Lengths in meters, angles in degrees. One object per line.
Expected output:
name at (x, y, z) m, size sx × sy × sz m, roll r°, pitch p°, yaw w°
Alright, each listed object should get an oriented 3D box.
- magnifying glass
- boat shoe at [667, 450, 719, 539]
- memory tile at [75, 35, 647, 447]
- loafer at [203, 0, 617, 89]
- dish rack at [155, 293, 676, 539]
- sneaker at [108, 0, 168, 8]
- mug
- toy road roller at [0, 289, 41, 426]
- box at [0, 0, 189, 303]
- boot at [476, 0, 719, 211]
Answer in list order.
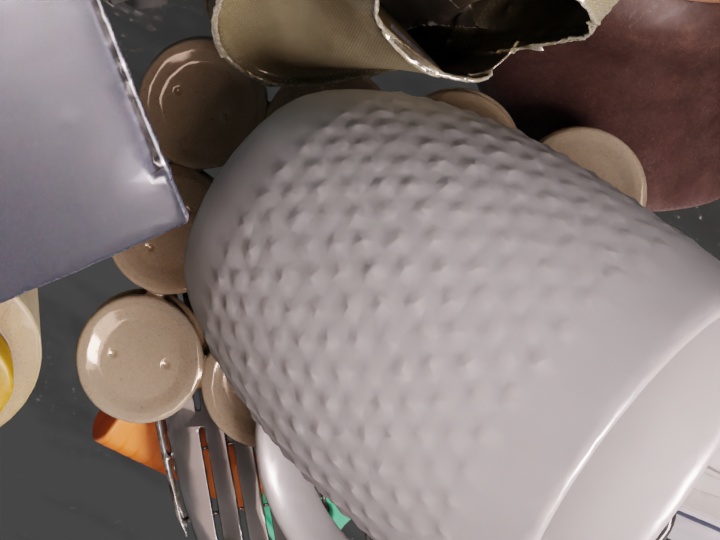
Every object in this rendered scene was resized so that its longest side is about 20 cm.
magnifying glass at (-0.028, 0.101, 1.088) m, size 0.200 × 0.022 × 0.080 m, roll 30°, pitch 105°, yaw -30°
boat shoe at (0.141, 0.069, 1.098) m, size 0.202 × 0.075 × 0.086 m, roll 28°, pitch 106°, yaw -32°
memory tile at (0.000, 0.000, 0.970) m, size 0.199 × 0.017 × 0.154 m, roll 13°, pitch 96°, yaw 1°
loafer at (0.015, -0.099, 0.868) m, size 0.200 × 0.068 × 0.076 m, roll -16°, pitch 133°, yaw 43°
dish rack at (0.016, 0.047, 1.007) m, size 0.199 × 0.055 × 0.154 m, roll -9°, pitch 95°, yaw 1°
sneaker at (-0.052, -0.165, 0.736) m, size 0.090 × 0.201 × 0.067 m, roll -15°, pitch 143°, yaw 9°
mug at (0.023, 0.041, 0.898) m, size 0.147 × 0.175 × 0.201 m, roll -28°, pitch 147°, yaw -47°
toy road roller at (-0.224, 0.040, 0.928) m, size 0.146 × 0.123 × 0.200 m, roll 40°, pitch 101°, yaw -21°
box at (-0.158, -0.115, 0.814) m, size 0.117 × 0.200 × 0.197 m, roll -23°, pitch 123°, yaw -5°
boot at (0.057, -0.087, 0.984) m, size 0.199 × 0.072 × 0.167 m, roll -3°, pitch 128°, yaw -6°
